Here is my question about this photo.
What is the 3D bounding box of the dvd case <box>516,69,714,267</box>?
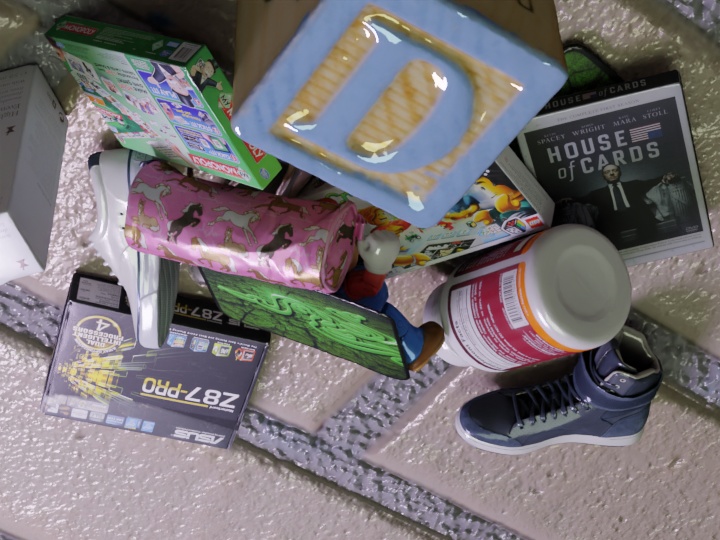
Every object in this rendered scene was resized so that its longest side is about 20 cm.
[{"bbox_3d":[0.229,-0.081,1.562,0.150,0.025,0.200,-13,132,10],"label":"dvd case"}]

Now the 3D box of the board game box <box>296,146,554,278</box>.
[{"bbox_3d":[0.057,-0.062,1.564,0.200,0.035,0.126,-18,131,33],"label":"board game box"}]

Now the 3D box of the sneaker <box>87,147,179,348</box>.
[{"bbox_3d":[-0.210,-0.023,1.593,0.071,0.073,0.200,4,114,12],"label":"sneaker"}]

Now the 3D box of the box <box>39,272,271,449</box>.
[{"bbox_3d":[-0.204,0.092,1.713,0.200,0.049,0.161,13,132,-12],"label":"box"}]

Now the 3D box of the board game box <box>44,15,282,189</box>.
[{"bbox_3d":[-0.165,-0.141,1.435,0.200,0.029,0.135,19,151,45],"label":"board game box"}]

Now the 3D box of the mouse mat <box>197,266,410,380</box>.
[{"bbox_3d":[-0.053,0.040,1.561,0.200,0.008,0.161,18,159,15],"label":"mouse mat"}]

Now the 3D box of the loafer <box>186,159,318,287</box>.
[{"bbox_3d":[-0.104,-0.056,1.562,0.072,0.063,0.200,46,120,8],"label":"loafer"}]

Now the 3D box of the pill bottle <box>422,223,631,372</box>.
[{"bbox_3d":[0.146,0.031,1.589,0.113,0.113,0.200,27,157,-23],"label":"pill bottle"}]

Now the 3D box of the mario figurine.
[{"bbox_3d":[0.000,0.000,1.571,0.123,0.106,0.200,-28,126,20],"label":"mario figurine"}]

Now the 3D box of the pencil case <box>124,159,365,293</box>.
[{"bbox_3d":[-0.100,-0.037,1.470,0.200,0.087,0.083,14,169,17],"label":"pencil case"}]

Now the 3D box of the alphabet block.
[{"bbox_3d":[0.025,-0.189,1.371,0.196,0.200,0.195,27,126,-23],"label":"alphabet block"}]

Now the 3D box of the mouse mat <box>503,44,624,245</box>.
[{"bbox_3d":[0.172,-0.103,1.572,0.161,0.008,0.200,35,123,-29],"label":"mouse mat"}]

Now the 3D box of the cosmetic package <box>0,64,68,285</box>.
[{"bbox_3d":[-0.312,-0.077,1.457,0.102,0.200,0.074,-16,130,11],"label":"cosmetic package"}]

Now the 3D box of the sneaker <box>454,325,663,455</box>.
[{"bbox_3d":[0.201,0.115,1.719,0.202,0.077,0.146,-3,144,-12],"label":"sneaker"}]
